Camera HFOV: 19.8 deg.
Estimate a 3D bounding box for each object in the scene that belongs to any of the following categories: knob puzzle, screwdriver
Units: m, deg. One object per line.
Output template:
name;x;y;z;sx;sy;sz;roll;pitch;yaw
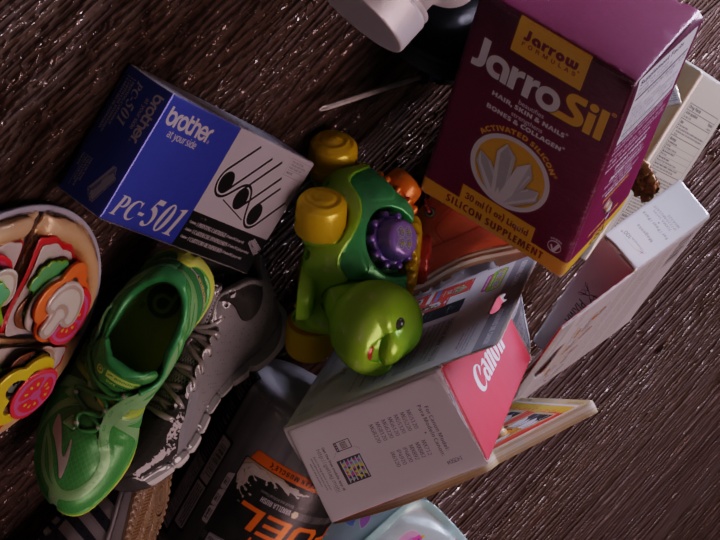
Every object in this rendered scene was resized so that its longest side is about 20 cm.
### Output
knob puzzle;0.062;0.137;1.578;0.218;0.031;0.220;-25;-176;2
screwdriver;0.037;-0.140;1.552;0.199;0.029;0.028;-28;144;-49

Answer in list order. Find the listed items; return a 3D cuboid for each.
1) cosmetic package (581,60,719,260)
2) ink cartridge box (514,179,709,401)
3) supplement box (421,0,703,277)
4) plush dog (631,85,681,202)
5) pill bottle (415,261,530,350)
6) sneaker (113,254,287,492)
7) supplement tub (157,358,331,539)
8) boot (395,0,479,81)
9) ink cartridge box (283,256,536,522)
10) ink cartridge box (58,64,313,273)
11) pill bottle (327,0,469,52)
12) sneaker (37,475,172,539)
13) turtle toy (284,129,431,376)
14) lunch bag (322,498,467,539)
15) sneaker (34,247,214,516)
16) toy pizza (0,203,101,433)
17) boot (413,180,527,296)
cosmetic package;0.251;-0.104;1.896;0.201;0.071;0.105;-58;152;8
ink cartridge box;0.183;0.029;1.689;0.173;0.044;0.200;-33;165;-26
supplement box;0.139;-0.117;1.465;0.103;0.130;0.201;-44;159;-39
plush dog;0.176;-0.105;1.722;0.200;0.160;0.172;-50;176;-9
pill bottle;0.088;0.050;1.771;0.111;0.110;0.201;-45;151;-16
sneaker;-0.132;0.058;1.487;0.200;0.075;0.116;-49;150;-31
supplement tub;-0.082;0.182;1.640;0.122;0.122;0.201;8;115;-60
boot;0.109;-0.230;1.523;0.198;0.073;0.163;-22;142;-57
ink cartridge box;0.058;0.082;1.527;0.174;0.084;0.200;-23;-167;21
ink cartridge box;-0.113;-0.064;1.390;0.094;0.044;0.200;-58;153;5
pill bottle;0.059;-0.248;1.379;0.200;0.111;0.111;-51;153;-7
sneaker;-0.212;0.196;1.525;0.070;0.107;0.201;73;28;-55
turtle toy;0.000;0.000;1.505;0.201;0.100;0.147;-82;178;-54
lunch bag;-0.010;0.256;1.757;0.170;0.200;0.122;-41;151;-21
sneaker;-0.171;0.073;1.411;0.201;0.074;0.084;-63;175;5
toy pizza;-0.238;0.048;1.335;0.200;0.032;0.201;-38;149;-28
boot;0.058;-0.047;1.611;0.198;0.075;0.108;-17;131;-2
